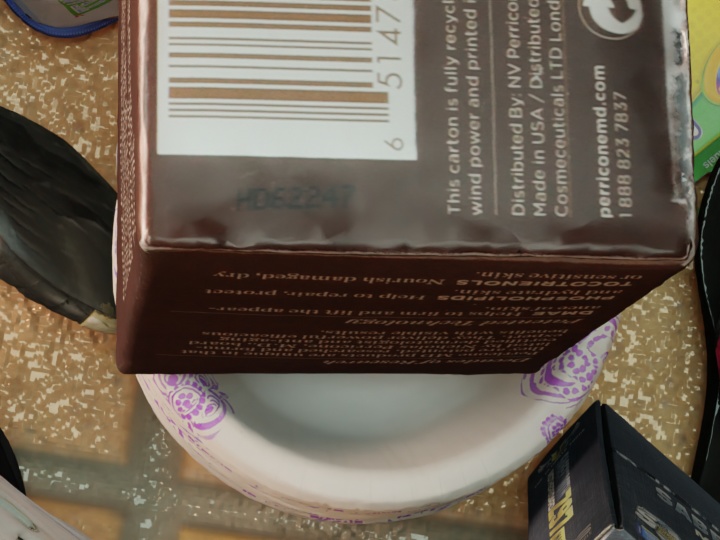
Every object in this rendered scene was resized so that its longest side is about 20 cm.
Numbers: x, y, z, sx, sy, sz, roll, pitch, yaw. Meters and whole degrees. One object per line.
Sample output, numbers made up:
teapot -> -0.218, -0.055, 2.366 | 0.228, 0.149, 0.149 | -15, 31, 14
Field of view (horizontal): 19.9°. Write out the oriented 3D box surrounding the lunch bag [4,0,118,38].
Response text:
lunch bag -> -0.127, -0.210, 0.868 | 0.159, 0.076, 0.201 | -32, 84, -11

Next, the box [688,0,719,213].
box -> 0.100, -0.105, 0.889 | 0.117, 0.048, 0.201 | -37, 87, -13

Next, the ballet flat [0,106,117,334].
ballet flat -> -0.166, -0.037, 0.845 | 0.199, 0.057, 0.067 | 35, 47, -4

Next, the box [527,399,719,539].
box -> 0.150, 0.148, 0.773 | 0.200, 0.158, 0.051 | 41, 101, -4

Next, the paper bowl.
paper bowl -> 0.000, 0.000, 0.822 | 0.198, 0.104, 0.203 | 2, 77, -7

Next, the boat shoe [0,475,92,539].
boat shoe -> -0.148, 0.101, 0.742 | 0.199, 0.067, 0.074 | 30, 93, -43

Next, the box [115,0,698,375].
box -> 0.002, -0.062, 0.680 | 0.162, 0.200, 0.168 | 0, 78, -8

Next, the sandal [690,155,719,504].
sandal -> 0.176, 0.038, 0.853 | 0.074, 0.045, 0.202 | 6, 86, -9

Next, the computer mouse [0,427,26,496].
computer mouse -> -0.213, 0.047, 0.792 | 0.139, 0.046, 0.202 | -13, 96, -3
